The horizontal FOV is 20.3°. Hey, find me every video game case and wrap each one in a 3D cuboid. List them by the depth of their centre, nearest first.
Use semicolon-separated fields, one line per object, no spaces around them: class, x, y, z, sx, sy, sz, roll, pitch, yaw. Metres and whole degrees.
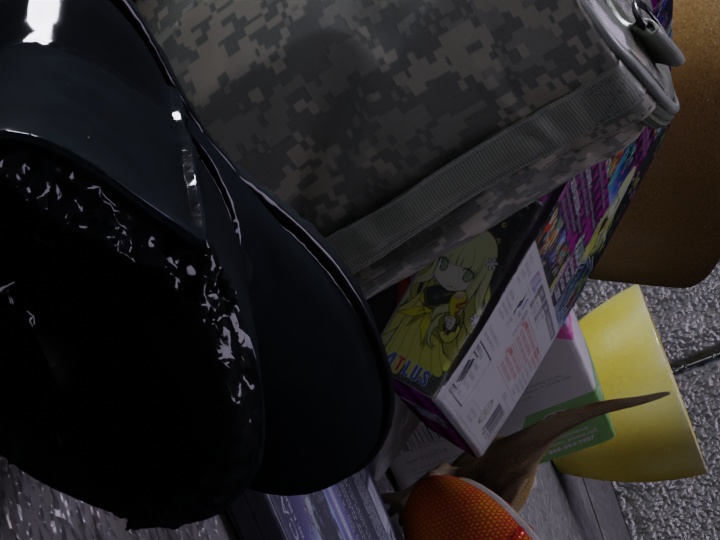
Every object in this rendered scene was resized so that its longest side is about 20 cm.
video game case;-0.018;0.091;0.782;0.200;0.019;0.144;-80;149;-73
video game case;0.073;-0.017;0.837;0.036;0.182;0.200;29;-5;13

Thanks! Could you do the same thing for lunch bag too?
lunch bag;0.004;-0.074;0.695;0.139;0.199;0.169;43;25;-39

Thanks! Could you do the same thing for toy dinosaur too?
toy dinosaur;0.064;0.097;0.959;0.058;0.101;0.200;48;-29;8

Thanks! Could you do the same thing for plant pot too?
plant pot;0.076;-0.079;1.067;0.186;0.198;0.188;177;-90;-78
plant pot;0.249;0.132;2.025;0.200;0.141;0.202;-21;90;-82

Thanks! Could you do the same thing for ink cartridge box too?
ink cartridge box;0.040;0.016;0.999;0.068;0.116;0.201;-99;166;-49

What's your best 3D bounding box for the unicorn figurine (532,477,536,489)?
unicorn figurine;0.060;0.057;1.147;0.200;0.137;0.074;47;-28;-8

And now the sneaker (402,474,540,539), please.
sneaker;0.055;0.176;0.854;0.077;0.073;0.201;5;53;-37

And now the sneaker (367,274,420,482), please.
sneaker;0.000;0.000;0.882;0.077;0.081;0.201;-48;151;-53

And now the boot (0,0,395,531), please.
boot;-0.049;0.020;0.525;0.201;0.076;0.168;58;9;-27
